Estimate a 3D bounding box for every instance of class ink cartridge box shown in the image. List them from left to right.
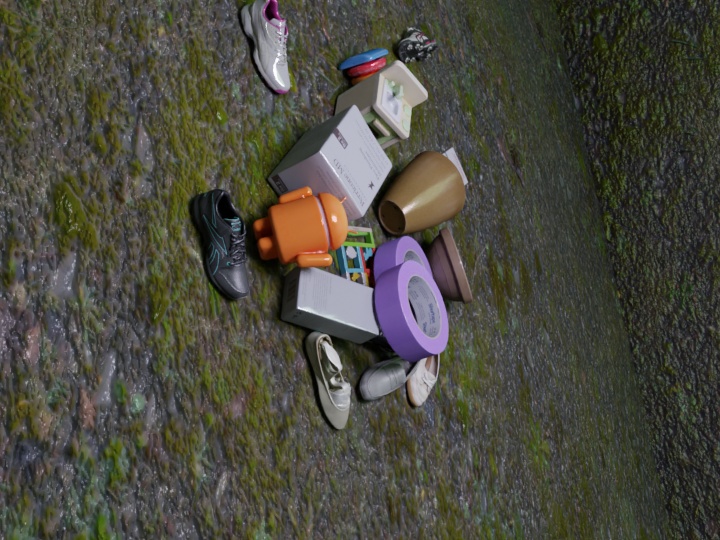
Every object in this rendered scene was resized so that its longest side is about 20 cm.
[{"bbox_3d":[0.245,-0.281,1.912,0.200,0.066,0.118,-40,107,-51],"label":"ink cartridge box"}]

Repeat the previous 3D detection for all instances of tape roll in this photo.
[{"bbox_3d":[0.108,0.026,1.574,0.199,0.064,0.206,37,44,-47],"label":"tape roll"},{"bbox_3d":[0.111,0.086,1.394,0.199,0.064,0.205,36,42,-41],"label":"tape roll"}]

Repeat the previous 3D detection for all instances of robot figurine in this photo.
[{"bbox_3d":[-0.107,-0.080,1.273,0.145,0.194,0.120,-121,-164,-59],"label":"robot figurine"}]

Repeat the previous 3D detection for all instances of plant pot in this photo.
[{"bbox_3d":[0.139,-0.176,1.659,0.199,0.184,0.190,-36,104,-38],"label":"plant pot"},{"bbox_3d":[0.218,-0.001,1.708,0.201,0.090,0.207,-19,91,-86],"label":"plant pot"}]

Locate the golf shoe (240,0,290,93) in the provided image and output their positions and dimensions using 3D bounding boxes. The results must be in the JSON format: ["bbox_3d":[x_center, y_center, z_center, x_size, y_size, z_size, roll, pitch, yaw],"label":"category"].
[{"bbox_3d":[-0.190,-0.489,1.418,0.075,0.090,0.205,-31,102,-54],"label":"golf shoe"}]

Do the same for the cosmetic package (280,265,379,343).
[{"bbox_3d":[-0.057,0.070,1.328,0.196,0.073,0.105,22,57,-29],"label":"cosmetic package"}]

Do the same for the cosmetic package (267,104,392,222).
[{"bbox_3d":[-0.061,-0.210,1.404,0.166,0.162,0.202,52,41,-23],"label":"cosmetic package"}]

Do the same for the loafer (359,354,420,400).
[{"bbox_3d":[0.067,0.231,1.463,0.198,0.069,0.072,-28,97,-53],"label":"loafer"}]

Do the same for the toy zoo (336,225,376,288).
[{"bbox_3d":[0.000,0.000,1.514,0.129,0.020,0.207,1,75,-52],"label":"toy zoo"}]

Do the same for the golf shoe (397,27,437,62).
[{"bbox_3d":[0.153,-0.681,1.975,0.089,0.077,0.199,52,34,8],"label":"golf shoe"}]

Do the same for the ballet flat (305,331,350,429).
[{"bbox_3d":[-0.056,0.219,1.313,0.069,0.068,0.206,-24,95,-53],"label":"ballet flat"}]

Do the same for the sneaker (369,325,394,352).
[{"bbox_3d":[0.054,0.128,1.444,0.198,0.110,0.075,30,70,-42],"label":"sneaker"}]

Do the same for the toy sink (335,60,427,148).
[{"bbox_3d":[0.049,-0.381,1.579,0.129,0.196,0.115,36,49,-38],"label":"toy sink"}]

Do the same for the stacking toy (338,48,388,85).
[{"bbox_3d":[0.033,-0.460,1.701,0.109,0.113,0.206,-38,116,-49],"label":"stacking toy"}]

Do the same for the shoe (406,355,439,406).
[{"bbox_3d":[0.157,0.234,1.592,0.070,0.052,0.204,44,44,-31],"label":"shoe"}]

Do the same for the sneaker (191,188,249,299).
[{"bbox_3d":[-0.241,-0.047,1.176,0.075,0.078,0.206,-27,98,-53],"label":"sneaker"}]
